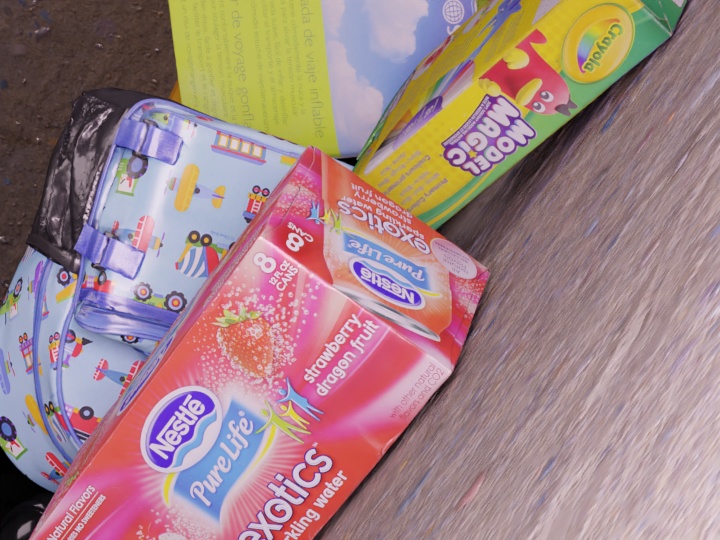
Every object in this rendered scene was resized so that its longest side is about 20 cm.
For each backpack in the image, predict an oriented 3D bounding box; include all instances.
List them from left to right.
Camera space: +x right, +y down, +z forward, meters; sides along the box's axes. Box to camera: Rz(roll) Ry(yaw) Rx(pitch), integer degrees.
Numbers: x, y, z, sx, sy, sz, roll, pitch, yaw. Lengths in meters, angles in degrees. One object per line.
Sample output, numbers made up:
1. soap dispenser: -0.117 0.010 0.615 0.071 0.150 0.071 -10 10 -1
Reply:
1. backpack: -0.083 0.029 1.352 0.135 0.182 0.200 16 84 67

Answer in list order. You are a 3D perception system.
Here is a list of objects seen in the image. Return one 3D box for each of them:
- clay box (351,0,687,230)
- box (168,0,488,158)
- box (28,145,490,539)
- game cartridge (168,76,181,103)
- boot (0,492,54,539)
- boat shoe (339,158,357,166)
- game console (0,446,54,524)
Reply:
1. clay box: 0.072 -0.093 1.257 0.200 0.048 0.115 -41 13 39
2. box: -0.004 -0.119 1.444 0.200 0.122 0.048 -3 8 29
3. box: -0.044 0.060 1.191 0.200 0.100 0.095 -51 6 29
4. game cartridge: -0.025 -0.127 1.595 0.176 0.032 0.200 -7 -45 -42
5. boot: -0.228 0.218 1.469 0.162 0.073 0.198 -32 -19 -44
6. boat shoe: -0.012 -0.081 1.541 0.199 0.075 0.066 -41 31 -10
7. game console: -0.181 0.143 1.541 0.177 0.200 0.031 -51 47 31
